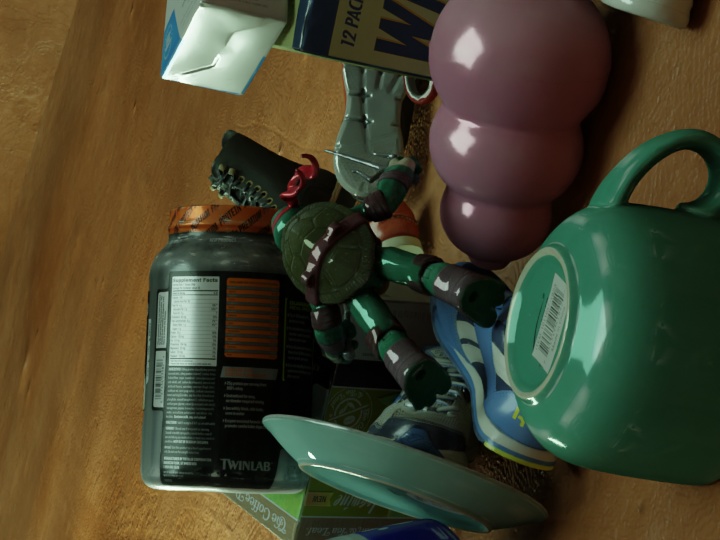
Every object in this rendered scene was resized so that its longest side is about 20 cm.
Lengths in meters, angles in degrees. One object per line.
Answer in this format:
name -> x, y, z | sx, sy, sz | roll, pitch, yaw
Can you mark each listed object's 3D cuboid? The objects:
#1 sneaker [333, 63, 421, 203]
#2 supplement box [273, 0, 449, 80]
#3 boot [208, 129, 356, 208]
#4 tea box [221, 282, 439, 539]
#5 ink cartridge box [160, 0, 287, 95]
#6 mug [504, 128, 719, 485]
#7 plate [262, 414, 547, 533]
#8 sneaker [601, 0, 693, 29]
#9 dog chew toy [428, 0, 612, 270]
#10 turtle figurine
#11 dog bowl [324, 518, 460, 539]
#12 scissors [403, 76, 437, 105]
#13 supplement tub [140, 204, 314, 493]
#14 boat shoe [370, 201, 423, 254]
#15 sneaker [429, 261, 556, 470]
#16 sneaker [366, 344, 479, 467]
sneaker -> 0.016, -0.150, 1.728 | 0.082, 0.077, 0.201 | 90, -164, -75
supplement box -> 0.034, -0.214, 1.490 | 0.200, 0.199, 0.135 | -152, 72, -72
boot -> -0.088, -0.046, 1.775 | 0.078, 0.138, 0.200 | -63, 0, 26
tea box -> -0.029, 0.089, 1.557 | 0.200, 0.133, 0.198 | 27, 108, 53
ink cartridge box -> -0.097, -0.247, 1.472 | 0.116, 0.068, 0.201 | 131, 145, -59
mug -> 0.150, 0.025, 1.141 | 0.152, 0.114, 0.186 | 126, 149, -54
plate -> 0.026, 0.140, 1.323 | 0.026, 0.199, 0.200 | -70, 15, -13
sneaker -> 0.169, -0.221, 1.307 | 0.200, 0.075, 0.089 | 40, 114, 59
dog chew toy -> 0.102, -0.098, 1.366 | 0.125, 0.124, 0.201 | -124, 38, -65
turtle figurine -> 0.000, 0.000, 1.354 | 0.200, 0.100, 0.150 | 39, 114, 40
dog bowl -> 0.032, 0.269, 1.333 | 0.200, 0.078, 0.201 | 168, 90, -71
scissors -> 0.033, -0.224, 1.679 | 0.073, 0.014, 0.200 | -49, 54, 35
supplement tub -> -0.093, 0.058, 1.432 | 0.122, 0.122, 0.201 | 165, 109, -71
boat shoe -> -0.009, 0.010, 1.706 | 0.200, 0.071, 0.063 | -53, 45, 45
sneaker -> 0.105, 0.047, 1.351 | 0.082, 0.074, 0.200 | -64, 28, 27
sneaker -> 0.049, 0.091, 1.393 | 0.200, 0.077, 0.086 | -14, -63, -83
